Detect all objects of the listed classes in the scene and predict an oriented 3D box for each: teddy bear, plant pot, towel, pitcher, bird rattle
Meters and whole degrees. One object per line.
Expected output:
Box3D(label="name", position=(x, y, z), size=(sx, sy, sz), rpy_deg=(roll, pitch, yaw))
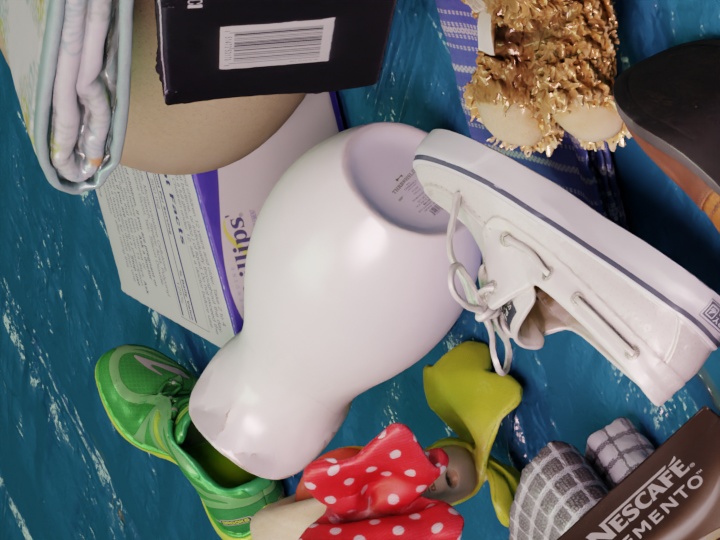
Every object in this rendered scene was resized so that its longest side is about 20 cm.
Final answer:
Box3D(label="teddy bear", position=(0.078, -0.147, 1.339), size=(0.145, 0.067, 0.201), rpy_deg=(-27, 86, 59))
Box3D(label="plant pot", position=(-0.086, -0.168, 1.574), size=(0.134, 0.200, 0.201), rpy_deg=(-31, 81, 56))
Box3D(label="towel", position=(-0.144, -0.164, 1.420), size=(0.201, 0.048, 0.172), rpy_deg=(104, 156, -45))
Box3D(label="pitcher", position=(0.000, 0.000, 1.605), size=(0.121, 0.172, 0.200), rpy_deg=(35, 134, 4))
Box3D(label="towel", position=(0.083, -0.070, 1.467), size=(0.145, 0.024, 0.201), rpy_deg=(22, 130, 63))
Box3D(label="towel", position=(0.144, 0.201, 1.494), size=(0.166, 0.085, 0.201), rpy_deg=(50, 153, 41))
Box3D(label="bird rattle", position=(0.013, 0.130, 1.591), size=(0.163, 0.200, 0.113), rpy_deg=(-22, 97, 38))

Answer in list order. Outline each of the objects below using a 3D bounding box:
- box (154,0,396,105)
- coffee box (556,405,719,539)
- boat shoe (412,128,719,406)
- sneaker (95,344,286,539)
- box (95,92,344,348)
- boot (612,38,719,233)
Box3D(label="box", position=(-0.049, -0.203, 1.401), size=(0.197, 0.117, 0.201), rpy_deg=(108, 157, -79))
Box3D(label="coffee box", position=(0.180, 0.162, 1.285), size=(0.080, 0.113, 0.200), rpy_deg=(50, 176, -36))
Box3D(label="boat shoe", position=(0.082, 0.008, 1.385), size=(0.202, 0.086, 0.075), rpy_deg=(35, 176, 36))
Box3D(label="sneaker", position=(-0.114, 0.109, 2.064), size=(0.200, 0.074, 0.084), rpy_deg=(43, 151, 32))
Box3D(label="box", position=(-0.089, -0.069, 1.777), size=(0.200, 0.104, 0.185), rpy_deg=(26, 133, 62))
Box3D(label="boot", position=(0.188, 0.010, 1.271), size=(0.188, 0.068, 0.201), rpy_deg=(35, 151, 50))
